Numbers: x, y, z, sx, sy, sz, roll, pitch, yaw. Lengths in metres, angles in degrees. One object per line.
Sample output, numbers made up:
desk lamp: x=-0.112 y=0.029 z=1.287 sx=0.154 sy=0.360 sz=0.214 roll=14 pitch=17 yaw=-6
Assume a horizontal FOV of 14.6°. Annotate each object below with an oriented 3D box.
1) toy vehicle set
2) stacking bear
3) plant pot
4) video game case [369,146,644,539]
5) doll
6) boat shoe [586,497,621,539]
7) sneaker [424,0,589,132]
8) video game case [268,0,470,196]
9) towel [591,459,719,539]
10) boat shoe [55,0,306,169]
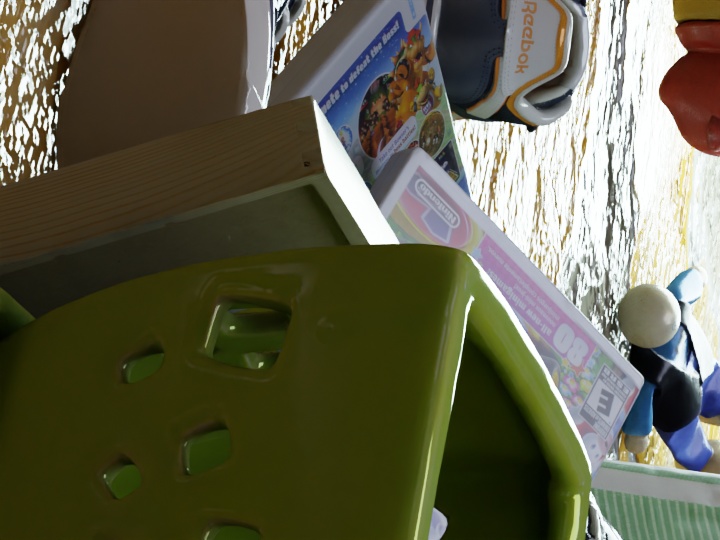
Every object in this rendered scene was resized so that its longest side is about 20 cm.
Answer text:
toy vehicle set: x=-0.044 y=0.018 z=0.896 sx=0.200 sy=0.124 sz=0.027 roll=59 pitch=18 yaw=-61
stacking bear: x=0.241 y=-0.170 z=1.768 sx=0.121 sy=0.113 sz=0.201 roll=18 pitch=81 yaw=-72
plant pot: x=-0.047 y=0.111 z=0.820 sx=0.200 sy=0.181 sz=0.200 roll=55 pitch=42 yaw=-63
video game case: x=0.019 y=0.073 z=1.053 sx=0.143 sy=0.018 sz=0.200 roll=45 pitch=58 yaw=-22
doll: x=0.203 y=0.061 z=1.806 sx=0.200 sy=0.048 sz=0.137 roll=50 pitch=55 yaw=-57
boat shoe: x=0.069 y=0.112 z=1.210 sx=0.093 sy=0.075 sz=0.200 roll=46 pitch=6 yaw=-9
sneaker: x=0.063 y=-0.100 z=1.241 sx=0.200 sy=0.079 sz=0.079 roll=-48 pitch=144 yaw=-80
video game case: x=0.000 y=0.000 z=1.111 sx=0.143 sy=0.018 sz=0.201 roll=-51 pitch=140 yaw=-35
towel: x=0.155 y=0.159 z=1.255 sx=0.200 sy=0.152 sz=0.023 roll=-108 pitch=-144 yaw=-48
boat shoe: x=-0.046 y=-0.085 z=0.948 sx=0.093 sy=0.074 sz=0.201 roll=27 pitch=67 yaw=-63
